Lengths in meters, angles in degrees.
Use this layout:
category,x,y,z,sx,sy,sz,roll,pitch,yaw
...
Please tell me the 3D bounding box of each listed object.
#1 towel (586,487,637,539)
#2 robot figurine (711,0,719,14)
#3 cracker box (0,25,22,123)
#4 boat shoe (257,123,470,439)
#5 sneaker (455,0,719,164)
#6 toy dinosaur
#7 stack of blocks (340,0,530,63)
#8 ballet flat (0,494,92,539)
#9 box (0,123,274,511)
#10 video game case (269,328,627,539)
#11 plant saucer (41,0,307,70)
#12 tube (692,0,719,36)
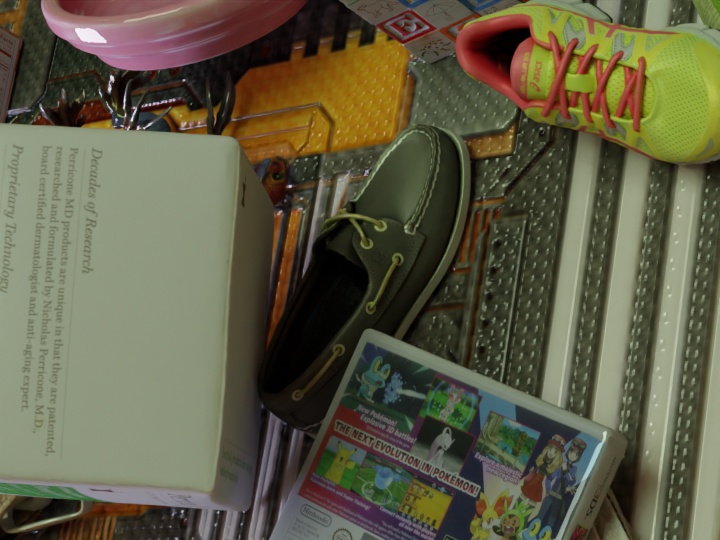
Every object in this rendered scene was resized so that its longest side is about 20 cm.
category,x,y,z,sx,sy,sz,roll,pitch,yaw
towel,0.067,0.190,1.258,0.200,0.034,0.133,-42,46,17
robot figurine,0.242,-0.190,1.219,0.174,0.116,0.201,12,49,10
cracker box,-0.331,-0.084,1.734,0.133,0.058,0.202,-8,63,38
boat shoe,0.002,0.001,1.393,0.072,0.060,0.203,19,82,45
sneaker,0.128,-0.103,1.300,0.199,0.090,0.079,21,111,50
toy dinosaur,-0.123,-0.066,1.555,0.182,0.104,0.201,48,143,30
stack of blocks,0.084,-0.204,1.387,0.199,0.115,0.059,-21,56,32
ballet flat,-0.175,0.117,1.501,0.199,0.070,0.066,-35,77,27
box,-0.146,0.032,1.351,0.170,0.199,0.202,3,82,4
video game case,0.034,0.142,1.273,0.199,0.023,0.183,21,85,47
plant saucer,-0.108,-0.187,1.539,0.199,0.051,0.201,-15,27,8
tube,0.222,-0.121,1.274,0.052,0.058,0.201,-12,53,-14
